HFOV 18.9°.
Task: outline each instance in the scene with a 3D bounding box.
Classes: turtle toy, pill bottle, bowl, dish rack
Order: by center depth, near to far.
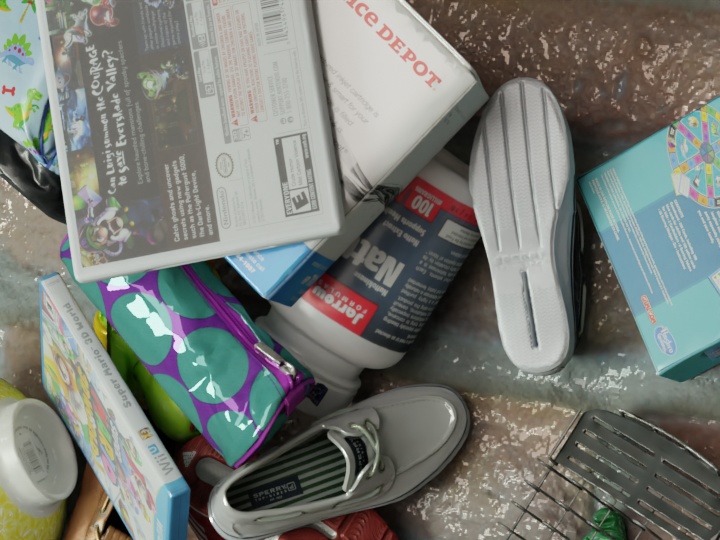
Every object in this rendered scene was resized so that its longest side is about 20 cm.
[{"bbox_3d":[0.147,0.189,1.407,0.153,0.055,0.201,31,86,33],"label":"dish rack"},{"bbox_3d":[0.000,0.000,1.534,0.119,0.119,0.201,37,101,30],"label":"pill bottle"},{"bbox_3d":[-0.143,0.045,1.589,0.201,0.100,0.147,-99,13,-48],"label":"turtle toy"},{"bbox_3d":[-0.277,0.151,1.622,0.107,0.200,0.202,-22,71,23],"label":"bowl"}]

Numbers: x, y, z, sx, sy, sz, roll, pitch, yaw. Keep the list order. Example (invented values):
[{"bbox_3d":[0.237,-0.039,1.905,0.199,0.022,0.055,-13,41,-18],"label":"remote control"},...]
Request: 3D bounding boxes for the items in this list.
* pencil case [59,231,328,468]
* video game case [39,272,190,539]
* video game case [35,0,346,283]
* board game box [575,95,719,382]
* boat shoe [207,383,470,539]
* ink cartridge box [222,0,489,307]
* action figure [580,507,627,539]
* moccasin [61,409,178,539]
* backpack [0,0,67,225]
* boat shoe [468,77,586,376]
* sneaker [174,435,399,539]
[{"bbox_3d":[-0.116,0.033,1.472,0.200,0.085,0.092,48,127,7],"label":"pencil case"},{"bbox_3d":[-0.178,0.117,1.549,0.018,0.144,0.201,-23,60,-22],"label":"video game case"},{"bbox_3d":[-0.111,-0.106,1.397,0.180,0.023,0.202,-10,84,11],"label":"video game case"},{"bbox_3d":[0.260,-0.039,1.430,0.199,0.047,0.152,-30,67,22],"label":"board game box"},{"bbox_3d":[-0.009,0.134,1.490,0.199,0.067,0.074,-27,81,-14],"label":"boat shoe"},{"bbox_3d":[-0.035,-0.098,1.434,0.200,0.086,0.146,-45,78,2],"label":"ink cartridge box"},{"bbox_3d":[0.153,0.257,1.437,0.117,0.055,0.202,2,75,32],"label":"action figure"},{"bbox_3d":[-0.177,0.206,1.633,0.077,0.073,0.203,6,75,39],"label":"moccasin"},{"bbox_3d":[-0.208,-0.161,1.505,0.200,0.154,0.163,-50,54,-2],"label":"backpack"},{"bbox_3d":[0.116,-0.031,1.481,0.071,0.071,0.202,-1,95,16],"label":"boat shoe"},{"bbox_3d":[-0.049,0.191,1.566,0.199,0.116,0.079,38,74,1],"label":"sneaker"}]
